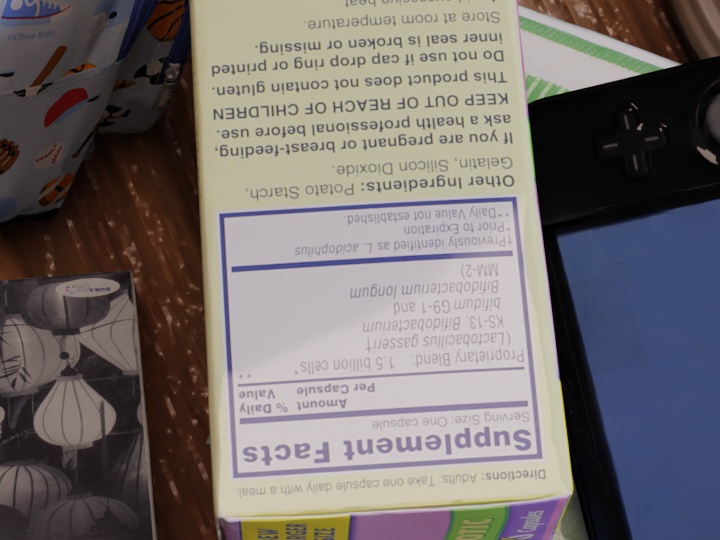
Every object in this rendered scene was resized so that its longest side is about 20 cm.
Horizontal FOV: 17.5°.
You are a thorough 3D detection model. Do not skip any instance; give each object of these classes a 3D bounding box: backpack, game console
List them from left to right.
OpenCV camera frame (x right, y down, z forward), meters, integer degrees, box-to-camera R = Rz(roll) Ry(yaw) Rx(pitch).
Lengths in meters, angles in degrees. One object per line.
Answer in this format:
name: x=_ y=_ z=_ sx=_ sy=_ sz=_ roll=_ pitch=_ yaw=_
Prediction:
backpack: x=-0.132 y=-0.122 z=0.770 sx=0.154 sy=0.191 sz=0.200 roll=-24 pitch=68 yaw=-33
game console: x=0.133 y=0.034 z=0.703 sx=0.175 sy=0.116 sz=0.201 roll=-12 pitch=96 yaw=18

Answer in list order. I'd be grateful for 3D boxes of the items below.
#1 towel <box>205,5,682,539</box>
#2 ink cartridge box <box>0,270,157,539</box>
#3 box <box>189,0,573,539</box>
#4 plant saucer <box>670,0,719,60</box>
towel: x=0.054 y=0.001 z=0.832 sx=0.152 sy=0.023 sz=0.200 roll=21 pitch=70 yaw=5
ink cartridge box: x=-0.113 y=0.082 z=0.735 sx=0.099 sy=0.039 sz=0.200 roll=-5 pitch=44 yaw=-7
box: x=0.000 y=0.000 z=0.723 sx=0.096 sy=0.176 sz=0.201 roll=-3 pitch=69 yaw=-3
plant saucer: x=0.210 y=-0.119 z=0.872 sx=0.199 sy=0.029 sz=0.201 roll=4 pitch=62 yaw=-8
